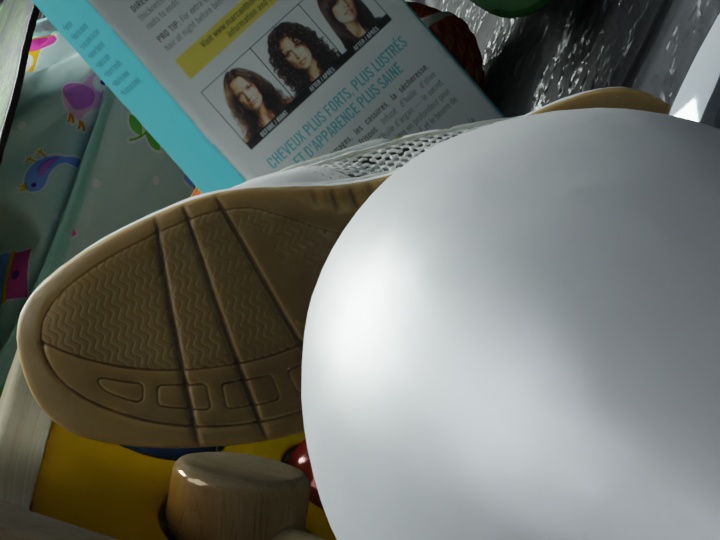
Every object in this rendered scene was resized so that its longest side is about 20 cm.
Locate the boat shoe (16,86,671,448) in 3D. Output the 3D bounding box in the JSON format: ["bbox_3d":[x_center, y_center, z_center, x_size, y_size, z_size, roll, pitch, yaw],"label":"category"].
[{"bbox_3d":[0.000,0.000,0.769,0.069,0.199,0.071,-125,19,-84],"label":"boat shoe"}]

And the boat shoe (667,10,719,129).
[{"bbox_3d":[0.081,0.012,0.635,0.068,0.073,0.200,32,116,59],"label":"boat shoe"}]

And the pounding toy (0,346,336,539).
[{"bbox_3d":[-0.028,0.099,0.777,0.200,0.183,0.143,-90,20,-68],"label":"pounding toy"}]

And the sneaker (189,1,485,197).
[{"bbox_3d":[-0.031,-0.016,0.952,0.077,0.073,0.200,11,53,44],"label":"sneaker"}]

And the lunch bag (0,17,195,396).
[{"bbox_3d":[-0.111,0.019,1.093,0.121,0.170,0.201,-6,60,31],"label":"lunch bag"}]

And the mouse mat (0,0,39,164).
[{"bbox_3d":[-0.174,-0.006,1.011,0.161,0.008,0.201,-30,41,53],"label":"mouse mat"}]

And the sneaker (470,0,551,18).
[{"bbox_3d":[0.072,-0.151,0.826,0.084,0.074,0.200,-84,18,-45],"label":"sneaker"}]

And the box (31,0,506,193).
[{"bbox_3d":[-0.031,-0.068,0.852,0.082,0.200,0.049,-43,6,-19],"label":"box"}]

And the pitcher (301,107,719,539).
[{"bbox_3d":[0.087,0.025,0.494,0.172,0.121,0.200,-58,41,4],"label":"pitcher"}]
